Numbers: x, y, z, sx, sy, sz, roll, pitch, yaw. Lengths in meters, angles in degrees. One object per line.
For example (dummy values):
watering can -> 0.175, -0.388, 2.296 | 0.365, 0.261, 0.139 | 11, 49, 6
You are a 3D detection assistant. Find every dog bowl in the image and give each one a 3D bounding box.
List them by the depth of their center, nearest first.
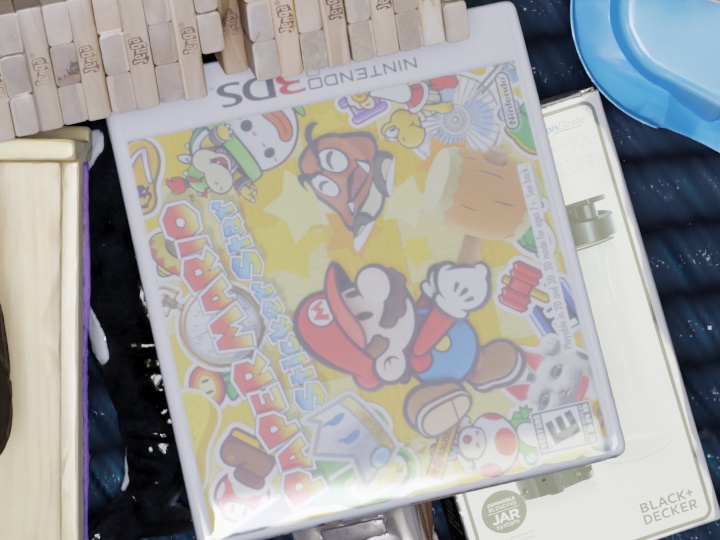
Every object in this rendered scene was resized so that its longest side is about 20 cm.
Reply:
dog bowl -> 0.183, -0.097, 1.085 | 0.199, 0.050, 0.112 | 26, 89, -7

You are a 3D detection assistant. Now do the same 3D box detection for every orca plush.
orca plush -> -0.098, 0.022, 1.044 | 0.105, 0.071, 0.201 | 11, 91, -7

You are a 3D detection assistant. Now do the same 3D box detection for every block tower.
block tower -> -0.061, -0.106, 0.986 | 0.199, 0.058, 0.054 | -13, 115, -9

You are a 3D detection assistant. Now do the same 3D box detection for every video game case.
video game case -> 0.000, 0.000, 1.007 | 0.181, 0.023, 0.201 | -12, 80, -6

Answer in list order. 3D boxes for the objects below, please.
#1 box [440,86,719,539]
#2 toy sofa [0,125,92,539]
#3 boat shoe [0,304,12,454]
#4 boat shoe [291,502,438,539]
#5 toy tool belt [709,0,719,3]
box -> 0.075, 0.029, 1.072 | 0.116, 0.060, 0.201 | -18, 95, -6
toy sofa -> -0.154, 0.039, 1.020 | 0.082, 0.098, 0.201 | 0, 92, 1
boat shoe -> -0.188, -0.019, 0.938 | 0.076, 0.072, 0.201 | -5, 93, 11
boat shoe -> -0.005, 0.083, 1.060 | 0.075, 0.072, 0.201 | -7, 99, 5
toy tool belt -> 0.127, -0.203, 0.965 | 0.125, 0.123, 0.201 | 26, 114, 29
